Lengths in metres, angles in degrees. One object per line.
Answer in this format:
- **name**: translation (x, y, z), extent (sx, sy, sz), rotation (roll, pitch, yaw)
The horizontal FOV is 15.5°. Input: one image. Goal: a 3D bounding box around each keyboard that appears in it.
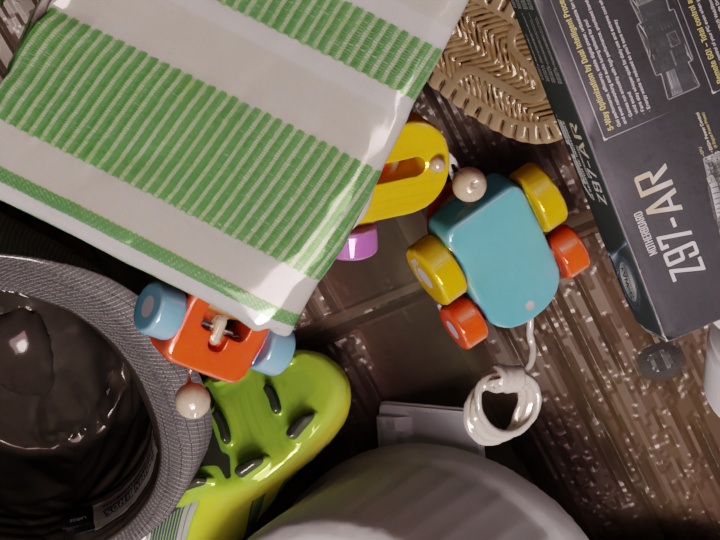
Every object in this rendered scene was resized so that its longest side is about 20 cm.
- **keyboard**: translation (0.039, 0.161, 1.238), extent (0.056, 0.011, 0.201), rotation (2, 102, 29)

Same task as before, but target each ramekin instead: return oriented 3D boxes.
- **ramekin**: translation (0.016, 0.187, 1.192), extent (0.200, 0.098, 0.201), rotation (7, 105, 30)

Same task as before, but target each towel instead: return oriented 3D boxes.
- **towel**: translation (-0.048, -0.093, 1.005), extent (0.152, 0.023, 0.201), rotation (27, 95, 4)

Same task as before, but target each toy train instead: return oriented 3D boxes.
- **toy train**: translation (0.000, 0.000, 1.129), extent (0.199, 0.056, 0.151), rotation (16, 103, -33)

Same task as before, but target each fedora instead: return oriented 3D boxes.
- **fedora**: translation (-0.156, 0.042, 1.162), extent (0.176, 0.090, 0.200), rotation (-22, 128, 14)

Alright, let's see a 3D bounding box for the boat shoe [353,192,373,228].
- **boat shoe**: translation (-0.069, -0.091, 1.053), extent (0.075, 0.062, 0.200), rotation (-42, 89, -13)

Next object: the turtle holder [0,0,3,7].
- **turtle holder**: translation (-0.234, -0.108, 1.035), extent (0.185, 0.141, 0.132), rotation (-10, 107, 16)

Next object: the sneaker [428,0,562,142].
- **sneaker**: translation (0.031, -0.139, 1.070), extent (0.200, 0.112, 0.071), rotation (42, 125, 7)

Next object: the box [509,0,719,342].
- **box**: translation (0.144, -0.096, 0.980), extent (0.160, 0.044, 0.201), rotation (-24, 100, -5)

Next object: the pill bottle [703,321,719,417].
- **pill bottle**: translation (0.199, -0.028, 1.117), extent (0.119, 0.120, 0.201), rotation (1, 123, -3)

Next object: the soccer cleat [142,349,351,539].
- **soccer cleat**: translation (-0.073, 0.109, 1.239), extent (0.200, 0.065, 0.084), rotation (-43, 145, 18)
